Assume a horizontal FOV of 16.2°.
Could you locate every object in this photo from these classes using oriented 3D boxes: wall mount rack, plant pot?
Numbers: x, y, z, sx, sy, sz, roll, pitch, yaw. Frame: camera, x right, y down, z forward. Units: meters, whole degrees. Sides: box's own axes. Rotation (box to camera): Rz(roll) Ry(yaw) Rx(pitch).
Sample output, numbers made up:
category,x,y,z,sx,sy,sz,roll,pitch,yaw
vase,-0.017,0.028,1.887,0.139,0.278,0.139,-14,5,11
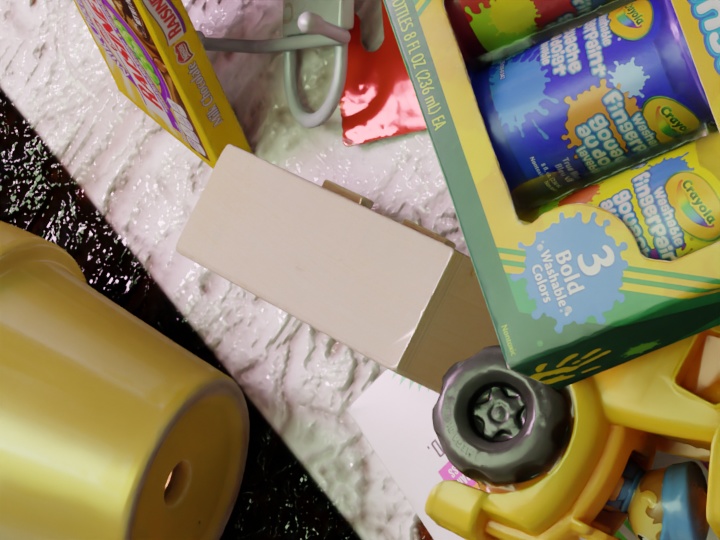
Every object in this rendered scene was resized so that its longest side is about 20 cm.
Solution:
category,x,y,z,sx,sy,sz,roll,pitch,yaw
wall mount rack,-0.034,-0.175,1.285,0.174,0.074,0.201,2,90,62
plant pot,-0.169,0.086,1.338,0.188,0.201,0.201,18,99,22

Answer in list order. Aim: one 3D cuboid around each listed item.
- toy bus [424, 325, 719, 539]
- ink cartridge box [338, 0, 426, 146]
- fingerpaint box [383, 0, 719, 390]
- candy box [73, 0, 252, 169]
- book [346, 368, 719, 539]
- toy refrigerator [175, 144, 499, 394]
category,x,y,z,sx,sy,sz,roll,pitch,yaw
toy bus,0.149,0.059,1.099,0.192,0.136,0.200,27,87,20
ink cartridge box,0.050,-0.159,1.257,0.200,0.050,0.163,-11,80,36
fingerpaint box,0.112,-0.077,1.020,0.166,0.073,0.201,-22,74,16
candy box,-0.121,-0.138,1.316,0.026,0.200,0.102,-39,54,-12
book,0.096,0.098,1.210,0.134,0.048,0.200,-47,59,20
toy refrigerator,0.000,0.000,1.235,0.200,0.076,0.070,26,90,52
